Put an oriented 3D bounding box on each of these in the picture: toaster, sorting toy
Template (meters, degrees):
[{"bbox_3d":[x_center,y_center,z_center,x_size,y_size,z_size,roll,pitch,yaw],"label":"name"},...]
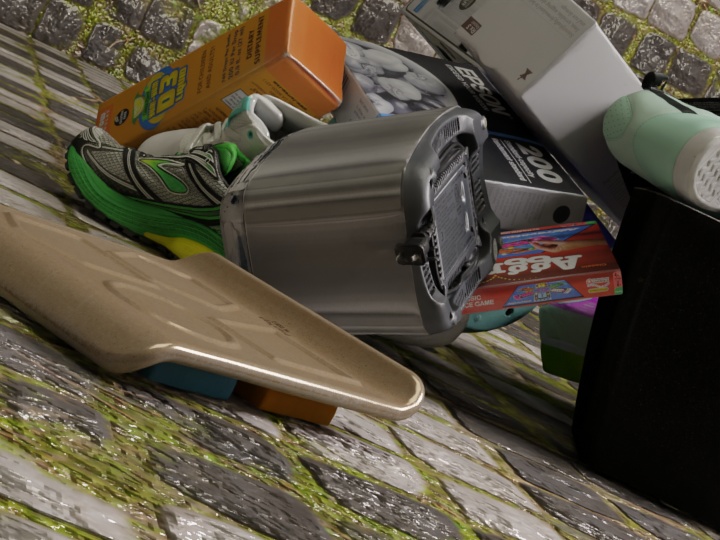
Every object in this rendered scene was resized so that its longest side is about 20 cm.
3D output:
[{"bbox_3d":[0.001,-0.025,1.083,0.129,0.114,0.200,-4,19,18],"label":"toaster"},{"bbox_3d":[-0.092,0.022,0.866,0.185,0.037,0.200,29,10,39],"label":"sorting toy"}]

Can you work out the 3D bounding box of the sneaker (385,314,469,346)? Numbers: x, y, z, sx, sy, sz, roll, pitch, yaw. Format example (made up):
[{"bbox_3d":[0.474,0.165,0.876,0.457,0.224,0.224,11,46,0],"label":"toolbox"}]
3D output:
[{"bbox_3d":[0.000,0.000,1.297,0.200,0.075,0.088,27,-7,28],"label":"sneaker"}]

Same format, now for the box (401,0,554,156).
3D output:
[{"bbox_3d":[0.124,-0.171,1.527,0.117,0.060,0.200,45,1,-34],"label":"box"}]

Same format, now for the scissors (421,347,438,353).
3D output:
[{"bbox_3d":[-0.016,0.018,1.394,0.200,0.014,0.073,26,3,20],"label":"scissors"}]

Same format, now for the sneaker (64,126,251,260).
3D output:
[{"bbox_3d":[-0.113,-0.052,1.223,0.200,0.085,0.078,27,5,28],"label":"sneaker"}]

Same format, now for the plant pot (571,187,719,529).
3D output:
[{"bbox_3d":[0.240,0.068,1.211,0.199,0.178,0.200,25,4,2],"label":"plant pot"}]

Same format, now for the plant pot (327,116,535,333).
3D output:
[{"bbox_3d":[0.075,-0.043,1.493,0.200,0.201,0.161,22,12,-41],"label":"plant pot"}]

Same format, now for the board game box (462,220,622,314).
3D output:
[{"bbox_3d":[0.060,0.003,1.173,0.200,0.019,0.103,-7,20,1],"label":"board game box"}]

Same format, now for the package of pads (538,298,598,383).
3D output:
[{"bbox_3d":[0.255,0.049,1.424,0.154,0.068,0.200,-17,17,-27],"label":"package of pads"}]

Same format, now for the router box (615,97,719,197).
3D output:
[{"bbox_3d":[0.292,-0.054,1.297,0.200,0.051,0.149,2,-42,30],"label":"router box"}]

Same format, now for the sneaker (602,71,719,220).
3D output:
[{"bbox_3d":[0.247,-0.069,1.203,0.200,0.074,0.118,19,14,-39],"label":"sneaker"}]

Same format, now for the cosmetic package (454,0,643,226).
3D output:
[{"bbox_3d":[0.168,-0.121,1.375,0.200,0.081,0.113,46,4,-42],"label":"cosmetic package"}]

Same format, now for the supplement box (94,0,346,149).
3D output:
[{"bbox_3d":[-0.107,-0.120,1.345,0.069,0.200,0.067,38,40,-35],"label":"supplement box"}]

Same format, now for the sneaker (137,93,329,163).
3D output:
[{"bbox_3d":[-0.076,-0.086,1.252,0.200,0.075,0.089,7,-36,29],"label":"sneaker"}]

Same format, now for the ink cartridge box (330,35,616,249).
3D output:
[{"bbox_3d":[0.081,-0.095,1.347,0.200,0.043,0.198,9,30,-30],"label":"ink cartridge box"}]
